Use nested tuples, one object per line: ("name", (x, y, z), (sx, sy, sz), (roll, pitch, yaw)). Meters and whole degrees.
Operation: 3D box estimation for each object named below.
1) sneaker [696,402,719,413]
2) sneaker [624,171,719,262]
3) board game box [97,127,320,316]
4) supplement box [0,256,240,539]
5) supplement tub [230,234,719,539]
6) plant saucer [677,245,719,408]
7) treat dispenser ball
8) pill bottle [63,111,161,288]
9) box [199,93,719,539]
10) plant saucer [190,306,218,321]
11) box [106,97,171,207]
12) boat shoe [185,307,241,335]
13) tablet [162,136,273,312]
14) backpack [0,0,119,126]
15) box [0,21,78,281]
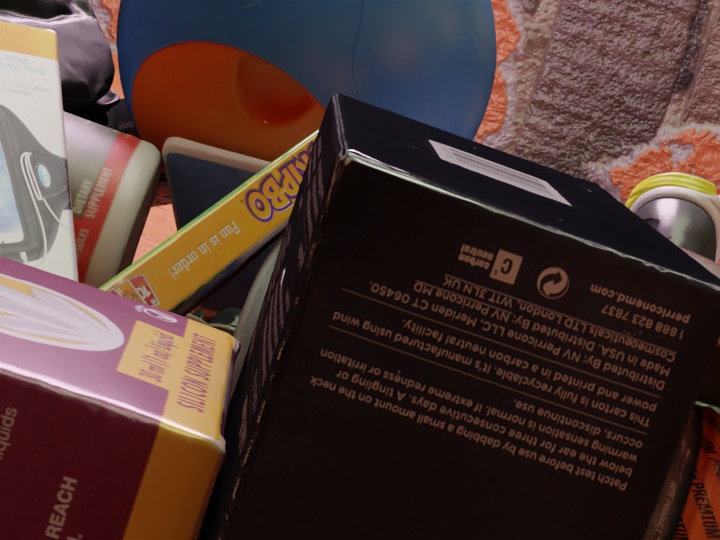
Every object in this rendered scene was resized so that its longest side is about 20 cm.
("sneaker", (0.146, 0.078, 0.861), (0.077, 0.091, 0.201), (-31, 87, -38))
("sneaker", (0.154, 0.044, 0.930), (0.074, 0.201, 0.085), (11, 36, 14))
("board game box", (-0.071, 0.003, 0.652), (0.030, 0.095, 0.200), (49, 46, -3))
("supplement box", (-0.143, 0.046, 0.473), (0.199, 0.104, 0.131), (18, 10, -6))
("supplement tub", (0.042, 0.070, 0.664), (0.199, 0.123, 0.123), (20, 9, 2))
("plant saucer", (0.108, 0.014, 0.691), (0.199, 0.037, 0.200), (22, -7, 3))
("treat dispenser ball", (-0.028, -0.117, 0.879), (0.200, 0.202, 0.201), (19, 9, -3))
("pill bottle", (-0.206, -0.038, 0.804), (0.199, 0.115, 0.114), (19, 9, -4))
("box", (0.011, 0.056, 0.497), (0.104, 0.183, 0.200), (19, 10, -5))
("plant saucer", (-0.021, -0.024, 0.974), (0.199, 0.032, 0.200), (-21, 21, 8))
("box", (-0.160, -0.065, 1.027), (0.199, 0.040, 0.137), (-7, -7, 35))
("boat shoe", (-0.066, 0.045, 0.775), (0.075, 0.061, 0.200), (24, 10, 24))
("tablet", (0.000, 0.000, 0.827), (0.199, 0.014, 0.130), (15, -37, 15))
("backpack", (-0.241, -0.113, 0.927), (0.126, 0.200, 0.168), (15, 53, -47))
("box", (-0.180, -0.022, 0.693), (0.118, 0.041, 0.201), (8, 56, -28))
